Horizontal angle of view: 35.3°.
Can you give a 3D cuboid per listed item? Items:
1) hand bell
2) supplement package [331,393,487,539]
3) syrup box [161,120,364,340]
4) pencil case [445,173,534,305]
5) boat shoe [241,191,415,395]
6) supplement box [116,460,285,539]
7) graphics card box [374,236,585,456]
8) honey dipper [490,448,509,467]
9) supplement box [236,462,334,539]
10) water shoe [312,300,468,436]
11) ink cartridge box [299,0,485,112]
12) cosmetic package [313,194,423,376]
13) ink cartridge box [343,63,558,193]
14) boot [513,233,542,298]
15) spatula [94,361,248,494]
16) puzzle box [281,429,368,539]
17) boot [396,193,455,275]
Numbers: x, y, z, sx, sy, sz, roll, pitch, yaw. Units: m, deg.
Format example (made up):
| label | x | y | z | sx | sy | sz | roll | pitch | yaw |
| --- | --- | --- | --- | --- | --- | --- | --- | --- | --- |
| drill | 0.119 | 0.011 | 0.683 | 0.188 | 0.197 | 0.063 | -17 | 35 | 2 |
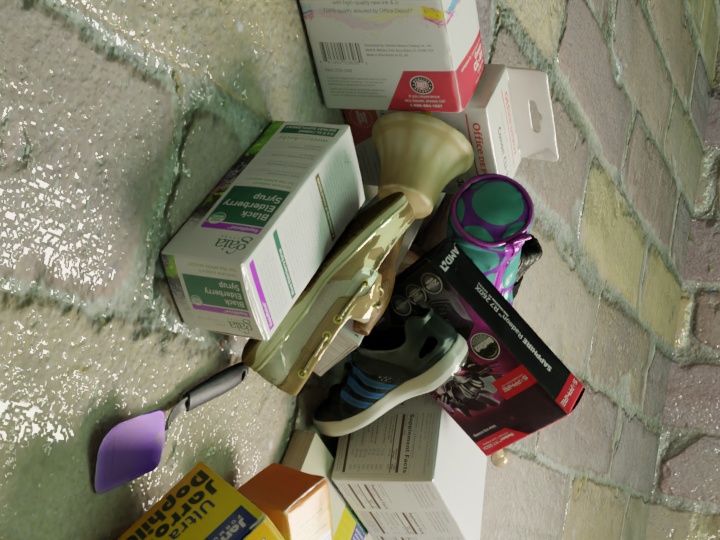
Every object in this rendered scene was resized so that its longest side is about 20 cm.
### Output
| label | x | y | z | sx | sy | sz | roll | pitch | yaw |
| --- | --- | --- | --- | --- | --- | --- | --- | --- | --- |
| hand bell | 0.031 | -0.034 | 1.045 | 0.104 | 0.103 | 0.203 | 56 | 47 | -54 |
| supplement package | 0.061 | 0.199 | 1.220 | 0.201 | 0.109 | 0.158 | 64 | 30 | -50 |
| syrup box | -0.075 | -0.038 | 0.943 | 0.201 | 0.078 | 0.082 | -56 | 142 | -44 |
| pencil case | 0.124 | -0.003 | 1.137 | 0.084 | 0.093 | 0.201 | -22 | 148 | -14 |
| boat shoe | -0.017 | 0.020 | 0.979 | 0.200 | 0.066 | 0.074 | -48 | -169 | -1 |
| supplement box | -0.090 | 0.267 | 0.869 | 0.109 | 0.109 | 0.201 | -41 | 123 | -19 |
| graphics card box | 0.106 | 0.077 | 1.094 | 0.200 | 0.125 | 0.051 | 49 | 46 | -5 |
| honey dipper | 0.141 | 0.159 | 1.239 | 0.038 | 0.037 | 0.201 | -65 | 149 | -33 |
| supplement box | -0.062 | 0.280 | 1.009 | 0.069 | 0.066 | 0.203 | -32 | 123 | -50 |
| water shoe | 0.016 | 0.091 | 1.086 | 0.079 | 0.199 | 0.072 | 51 | 36 | -10 |
| ink cartridge box | 0.024 | -0.250 | 1.022 | 0.086 | 0.145 | 0.202 | -56 | 144 | -43 |
| cosmetic package | 0.000 | 0.000 | 1.101 | 0.050 | 0.082 | 0.201 | 37 | 51 | -11 |
| ink cartridge box | 0.090 | -0.140 | 1.124 | 0.068 | 0.197 | 0.117 | -61 | 146 | -37 |
| boot | 0.145 | 0.048 | 1.362 | 0.159 | 0.079 | 0.212 | -65 | 178 | 35 |
| spatula | -0.143 | 0.113 | 0.903 | 0.200 | 0.020 | 0.057 | -37 | 141 | -59 |
| puzzle box | -0.046 | 0.267 | 1.140 | 0.134 | 0.025 | 0.201 | -68 | 151 | -30 |
| boot | 0.080 | -0.035 | 1.276 | 0.200 | 0.071 | 0.169 | 64 | 42 | -63 |
